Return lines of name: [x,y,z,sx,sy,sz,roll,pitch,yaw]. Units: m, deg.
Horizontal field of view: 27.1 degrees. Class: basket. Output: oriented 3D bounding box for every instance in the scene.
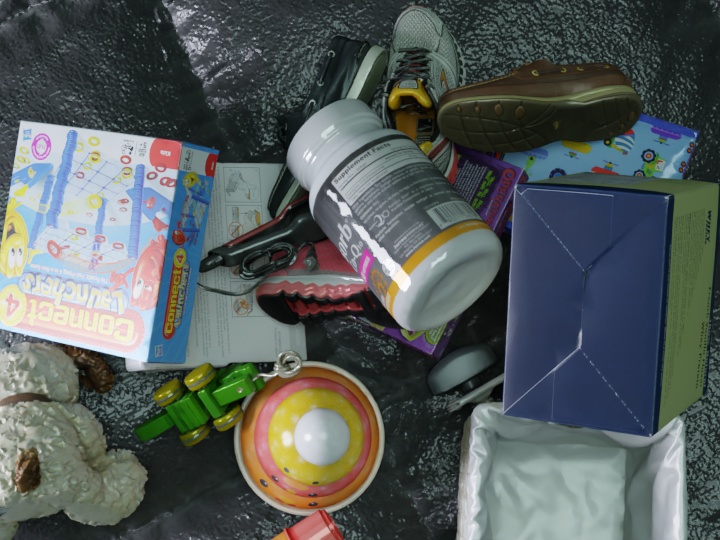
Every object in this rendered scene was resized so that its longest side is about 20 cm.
basket: [0.187,0.226,1.379,0.196,0.161,0.202,3,83,-4]

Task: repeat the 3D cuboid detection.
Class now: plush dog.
plush dog: [-0.309,0.145,1.376,0.198,0.161,0.173,-13,57,-7]

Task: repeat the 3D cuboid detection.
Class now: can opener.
can opener: [0.162,0.080,1.450,0.199,0.053,0.067,-26,85,-7]

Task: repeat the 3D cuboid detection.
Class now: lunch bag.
lunch bag: [0.209,-0.093,1.465,0.199,0.094,0.152,23,84,10]

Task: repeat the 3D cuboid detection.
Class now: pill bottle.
pill bottle: [0.026,-0.053,1.326,0.116,0.117,0.200,-36,63,-7]

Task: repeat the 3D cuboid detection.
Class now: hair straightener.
hair straightener: [-0.069,-0.029,1.388,0.199,0.041,0.077,-23,40,-19]

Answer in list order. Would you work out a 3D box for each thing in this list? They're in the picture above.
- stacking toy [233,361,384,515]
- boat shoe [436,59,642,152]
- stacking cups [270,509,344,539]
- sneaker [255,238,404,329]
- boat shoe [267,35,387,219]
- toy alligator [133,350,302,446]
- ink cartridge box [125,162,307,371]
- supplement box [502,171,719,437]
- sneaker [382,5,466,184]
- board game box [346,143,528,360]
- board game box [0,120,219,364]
stacking toy: [-0.044,0.150,1.352,0.145,0.200,0.148,0,82,-4]
boat shoe: [0.164,-0.160,1.411,0.198,0.072,0.068,-6,52,-12]
stacking cups: [-0.107,0.293,1.384,0.199,0.061,0.061,-35,86,2]
sneaker: [0.000,0.000,1.409,0.198,0.074,0.087,2,60,16]
boat shoe: [-0.048,-0.141,1.455,0.066,0.074,0.200,28,90,12]
toy alligator: [-0.127,0.110,1.400,0.199,0.054,0.060,-27,105,25]
ink cartridge box: [-0.144,-0.006,1.445,0.175,0.045,0.202,0,82,-30]
supplement box: [0.224,0.021,1.304,0.133,0.199,0.202,7,100,25]
sneaker: [0.060,-0.172,1.441,0.077,0.082,0.202,-9,64,13]
board game box: [0.067,-0.027,1.446,0.119,0.032,0.201,23,81,29]
board game box: [-0.239,-0.028,1.372,0.199,0.056,0.198,9,90,31]
